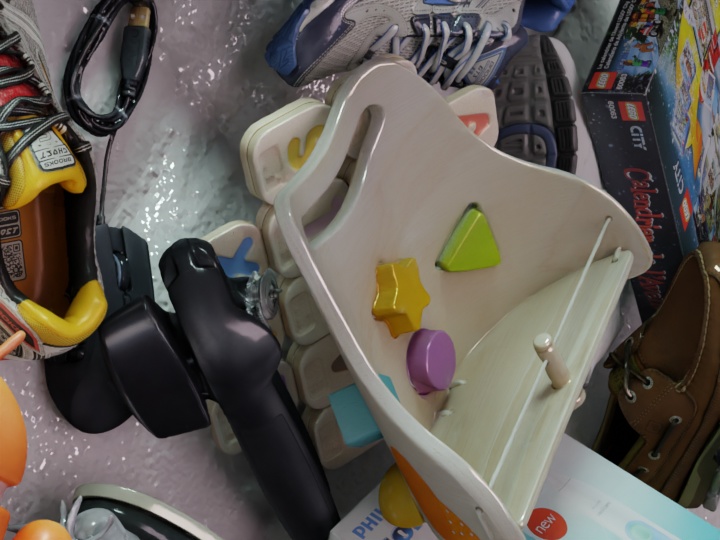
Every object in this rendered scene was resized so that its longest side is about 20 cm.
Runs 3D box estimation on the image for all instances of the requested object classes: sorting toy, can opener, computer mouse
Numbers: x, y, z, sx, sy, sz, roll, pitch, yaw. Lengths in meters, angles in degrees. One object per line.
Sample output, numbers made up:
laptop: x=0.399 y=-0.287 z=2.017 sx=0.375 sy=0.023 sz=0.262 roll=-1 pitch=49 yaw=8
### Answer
sorting toy: x=0.030 y=0.005 z=0.799 sx=0.181 sy=0.106 sz=0.201 roll=56 pitch=43 yaw=-27
can opener: x=-0.051 y=0.061 z=0.801 sx=0.200 sy=0.078 sz=0.064 roll=61 pitch=14 yaw=-48
computer mouse: x=-0.107 y=-0.027 z=0.776 sx=0.058 sy=0.034 sz=0.202 roll=3 pitch=91 yaw=-44

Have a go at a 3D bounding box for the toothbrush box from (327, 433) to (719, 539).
toothbrush box: x=0.096 y=0.168 z=0.858 sx=0.146 sy=0.199 sz=0.086 roll=-37 pitch=150 yaw=-43

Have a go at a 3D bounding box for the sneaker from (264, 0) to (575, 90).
sneaker: x=0.040 y=-0.127 z=0.863 sx=0.199 sy=0.077 sz=0.085 roll=-32 pitch=84 yaw=-37

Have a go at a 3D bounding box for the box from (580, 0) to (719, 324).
box: x=0.182 y=-0.070 z=1.004 sx=0.137 sy=0.037 sz=0.201 roll=-63 pitch=145 yaw=-37

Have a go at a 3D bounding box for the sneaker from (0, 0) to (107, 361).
sneaker: x=-0.142 y=-0.061 z=0.705 sx=0.078 sy=0.082 sz=0.202 roll=-24 pitch=108 yaw=-40

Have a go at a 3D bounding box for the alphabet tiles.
alphabet tiles: x=0.000 y=0.000 z=0.852 sx=0.195 sy=0.015 sz=0.201 roll=-31 pitch=128 yaw=-27

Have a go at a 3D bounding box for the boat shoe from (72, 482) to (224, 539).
boat shoe: x=-0.075 y=0.175 z=0.795 sx=0.200 sy=0.074 sz=0.066 roll=58 pitch=45 yaw=-40

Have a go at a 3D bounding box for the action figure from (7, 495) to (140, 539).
action figure: x=-0.111 y=0.186 z=0.731 sx=0.069 sy=0.130 sz=0.202 roll=-18 pitch=116 yaw=-42

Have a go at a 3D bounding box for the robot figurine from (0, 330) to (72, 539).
robot figurine: x=-0.192 y=0.103 z=0.646 sx=0.117 sy=0.143 sz=0.201 roll=52 pitch=54 yaw=-67

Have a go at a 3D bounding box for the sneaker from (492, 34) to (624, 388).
sneaker: x=0.106 y=-0.034 z=0.973 sx=0.087 sy=0.074 sz=0.202 roll=-32 pitch=122 yaw=-51

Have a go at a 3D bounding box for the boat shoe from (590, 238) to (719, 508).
boat shoe: x=0.173 y=0.066 z=0.983 sx=0.067 sy=0.072 sz=0.201 roll=0 pitch=130 yaw=-5

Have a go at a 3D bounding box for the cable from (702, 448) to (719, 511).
cable: x=0.255 y=0.044 z=1.012 sx=0.200 sy=0.069 sz=0.202 roll=88 pitch=14 yaw=-80
